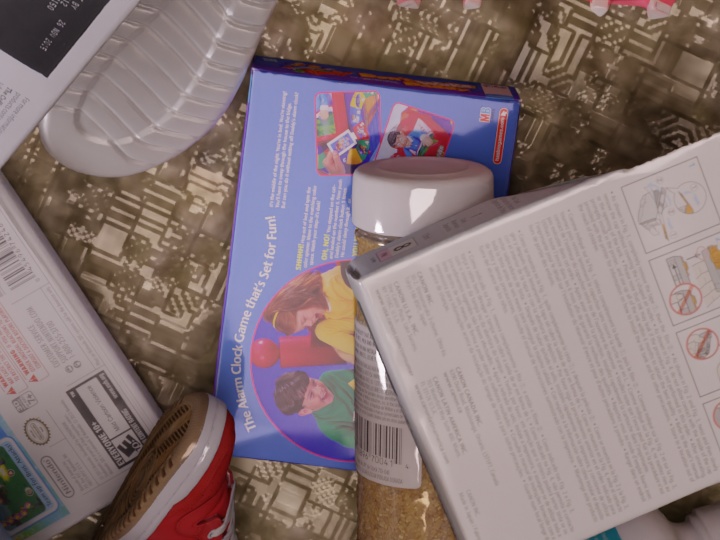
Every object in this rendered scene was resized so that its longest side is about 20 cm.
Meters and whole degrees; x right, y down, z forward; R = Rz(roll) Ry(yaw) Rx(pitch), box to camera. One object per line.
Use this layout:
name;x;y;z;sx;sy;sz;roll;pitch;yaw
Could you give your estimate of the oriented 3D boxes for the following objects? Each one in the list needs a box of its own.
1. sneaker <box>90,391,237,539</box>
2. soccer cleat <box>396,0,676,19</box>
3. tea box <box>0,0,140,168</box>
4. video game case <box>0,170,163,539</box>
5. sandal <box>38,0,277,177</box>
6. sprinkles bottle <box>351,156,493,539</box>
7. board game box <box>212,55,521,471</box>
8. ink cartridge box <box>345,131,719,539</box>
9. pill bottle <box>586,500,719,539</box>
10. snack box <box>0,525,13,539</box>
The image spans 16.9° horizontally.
sneaker;-0.075;0.147;1.225;0.112;0.071;0.200;25;131;-8
soccer cleat;0.068;-0.171;1.186;0.200;0.067;0.077;7;65;7
tea box;-0.151;-0.172;1.064;0.134;0.197;0.200;34;141;-13
video game case;-0.218;0.060;1.242;0.182;0.024;0.200;-30;108;7
sandal;-0.084;-0.127;1.193;0.082;0.050;0.203;32;115;-16
sprinkles bottle;0.029;0.047;1.179;0.068;0.068;0.200;0;104;0
board game box;0.000;0.000;1.226;0.134;0.045;0.200;7;103;-2
ink cartridge box;0.114;0.034;1.127;0.200;0.057;0.163;-24;105;-4
pill bottle;0.103;0.181;1.230;0.200;0.111;0.111;-20;103;-3
snack box;-0.216;0.182;1.151;0.053;0.200;0.142;33;92;-34
